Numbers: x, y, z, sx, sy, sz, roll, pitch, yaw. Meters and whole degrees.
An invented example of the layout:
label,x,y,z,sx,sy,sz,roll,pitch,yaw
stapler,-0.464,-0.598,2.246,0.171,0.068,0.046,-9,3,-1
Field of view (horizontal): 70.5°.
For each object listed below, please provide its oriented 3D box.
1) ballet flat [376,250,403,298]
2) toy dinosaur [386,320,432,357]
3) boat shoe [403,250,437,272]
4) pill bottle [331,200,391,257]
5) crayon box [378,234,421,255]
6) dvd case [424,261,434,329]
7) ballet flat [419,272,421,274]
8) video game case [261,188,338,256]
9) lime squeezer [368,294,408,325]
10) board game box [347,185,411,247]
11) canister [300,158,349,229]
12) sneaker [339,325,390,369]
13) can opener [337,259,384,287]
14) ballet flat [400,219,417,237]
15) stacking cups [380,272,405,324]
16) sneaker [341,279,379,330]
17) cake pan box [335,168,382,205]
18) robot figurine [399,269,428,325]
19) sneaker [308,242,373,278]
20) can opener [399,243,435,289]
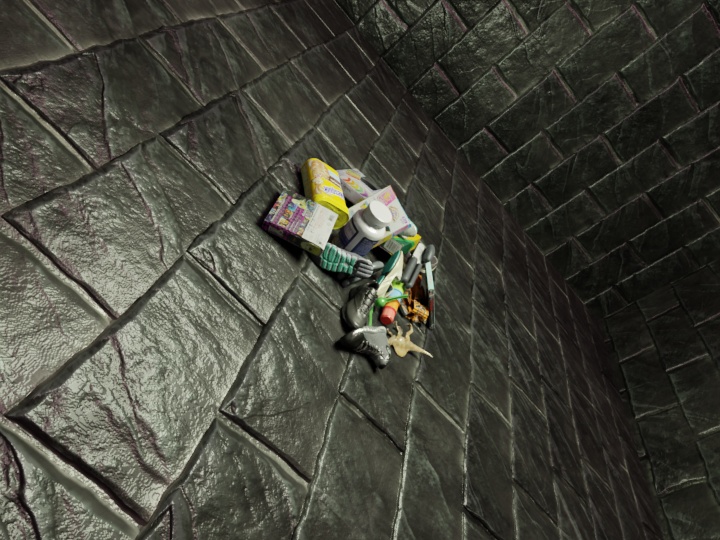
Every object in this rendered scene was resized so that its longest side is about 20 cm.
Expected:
label,x,y,z,sx,sy,sz,roll,pitch,yaw
ballet flat,0.089,0.027,1.611,0.069,0.069,0.201,44,66,-16
toy dinosaur,0.132,0.217,1.571,0.199,0.058,0.102,19,59,-36
boat shoe,0.216,-0.038,1.798,0.199,0.065,0.072,1,53,-44
pill bottle,0.006,-0.117,1.550,0.110,0.200,0.112,24,43,-24
crayon box,0.094,-0.138,1.791,0.199,0.059,0.172,37,28,14
dvd case,0.239,0.083,1.758,0.147,0.022,0.201,-89,172,-47
ballet flat,0.158,-0.053,1.857,0.200,0.064,0.076,50,24,-8
video game case,-0.167,-0.141,1.453,0.180,0.036,0.201,26,35,-8
lime squeezer,0.061,0.107,1.536,0.199,0.070,0.038,-35,123,-41
board game box,0.047,-0.165,1.680,0.154,0.198,0.040,63,3,15
canister,-0.118,-0.250,1.642,0.148,0.086,0.202,26,39,-41
sneaker,0.030,0.215,1.389,0.199,0.075,0.117,2,60,-55
can opener,0.000,0.000,1.581,0.053,0.066,0.199,56,35,7
ballet flat,0.106,-0.167,1.730,0.069,0.070,0.200,9,28,-51
stacking cups,0.109,0.088,1.624,0.060,0.060,0.201,42,38,-19
sneaker,0.006,0.093,1.462,0.076,0.090,0.201,43,33,-20
cake pan box,-0.002,-0.291,1.837,0.184,0.052,0.199,44,27,13
robot figurine,0.178,0.090,1.743,0.144,0.058,0.202,28,39,-34
sneaker,-0.059,-0.032,1.504,0.198,0.075,0.088,24,11,-6
can opener,0.192,-0.022,1.680,0.054,0.066,0.201,52,43,-20
